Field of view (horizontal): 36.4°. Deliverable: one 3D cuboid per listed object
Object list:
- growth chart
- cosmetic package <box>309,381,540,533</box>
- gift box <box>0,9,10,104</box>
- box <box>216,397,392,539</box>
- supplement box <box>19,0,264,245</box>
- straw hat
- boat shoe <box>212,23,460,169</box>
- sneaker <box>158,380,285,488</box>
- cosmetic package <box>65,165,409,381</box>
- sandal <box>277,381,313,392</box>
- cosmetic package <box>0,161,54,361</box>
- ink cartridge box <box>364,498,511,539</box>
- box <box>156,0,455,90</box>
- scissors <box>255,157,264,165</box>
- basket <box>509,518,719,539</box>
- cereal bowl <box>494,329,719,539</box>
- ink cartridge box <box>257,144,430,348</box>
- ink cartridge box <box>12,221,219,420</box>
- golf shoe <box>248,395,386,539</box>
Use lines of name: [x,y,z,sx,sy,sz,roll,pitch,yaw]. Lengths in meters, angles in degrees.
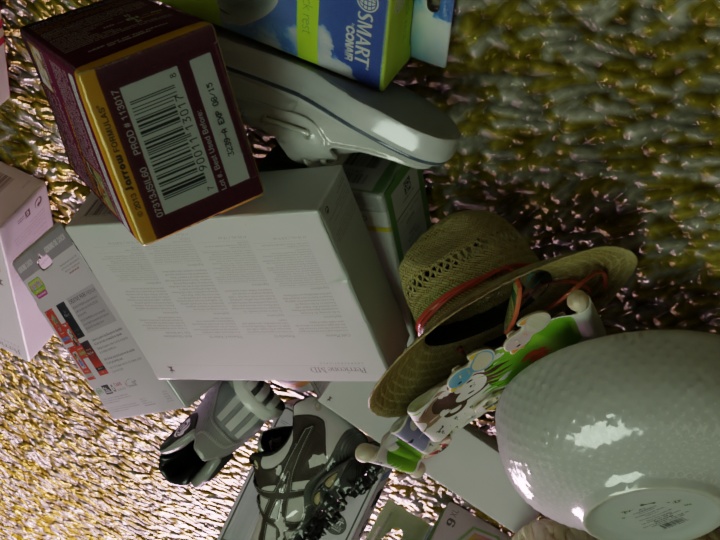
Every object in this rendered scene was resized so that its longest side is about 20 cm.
growth chart: [0.085,0.082,0.751,0.199,0.144,0.018,-37,65,15]
cosmetic package: [0.056,0.132,0.882,0.199,0.051,0.083,35,-179,-10]
gift box: [-0.384,-0.161,0.831,0.185,0.201,0.185,26,147,9]
box: [-0.059,0.233,1.003,0.116,0.202,0.060,27,-178,11]
supplement box: [-0.147,-0.106,0.710,0.200,0.085,0.111,36,146,58]
straw hat: [0.075,0.009,0.720,0.086,0.199,0.202,61,148,22]
boat shoe: [-0.026,-0.099,0.709,0.199,0.073,0.066,29,116,29]
sneaker: [-0.136,0.137,0.974,0.075,0.116,0.200,45,168,-2]
cosmetic package: [-0.082,0.008,0.752,0.198,0.052,0.152,-2,129,26]
sandal: [-0.083,0.051,0.927,0.079,0.059,0.207,-16,124,48]
cosmetic package: [-0.352,-0.014,1.059,0.101,0.071,0.201,24,141,14]
ink cartridge box: [0.096,0.289,1.016,0.199,0.104,0.060,30,142,8]
box: [-0.040,-0.191,0.659,0.198,0.048,0.123,24,141,16]
scissors: [-0.105,-0.031,0.902,0.073,0.014,0.201,30,141,7]
basket: [0.197,0.313,0.849,0.196,0.202,0.162,7,138,-16]
cereal bowl: [0.190,0.126,0.729,0.197,0.084,0.201,1,143,1]
ink cartridge box: [0.000,0.000,0.805,0.103,0.059,0.201,11,136,27]
ink cartridge box: [-0.200,0.029,0.939,0.177,0.084,0.199,57,151,-9]
golf shoe: [-0.056,0.179,0.912,0.095,0.077,0.200,47,126,14]
